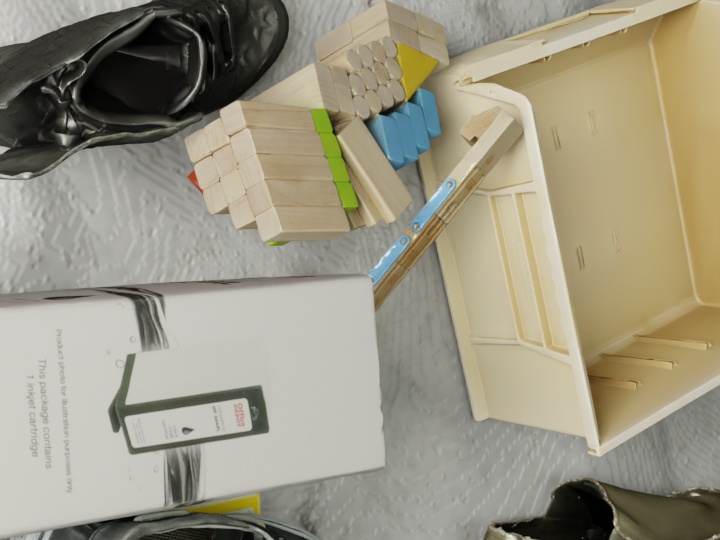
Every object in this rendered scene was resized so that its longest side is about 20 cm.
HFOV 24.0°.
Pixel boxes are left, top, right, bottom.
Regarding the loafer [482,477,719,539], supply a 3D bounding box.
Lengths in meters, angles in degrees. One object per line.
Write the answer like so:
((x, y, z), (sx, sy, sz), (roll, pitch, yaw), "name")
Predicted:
((0.143, 0.149, 0.933), (0.200, 0.075, 0.070), (-12, 105, -38), "loafer")

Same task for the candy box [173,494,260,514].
((-0.090, 0.190, 0.776), (0.102, 0.026, 0.200), (-5, 96, -34), "candy box")

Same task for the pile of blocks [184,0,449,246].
((-0.017, -0.057, 0.770), (0.082, 0.062, 0.200), (58, 36, -9), "pile of blocks")

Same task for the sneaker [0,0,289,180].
((-0.087, -0.083, 0.709), (0.200, 0.104, 0.060), (-23, 107, -36), "sneaker")

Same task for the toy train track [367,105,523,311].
((0.000, 0.000, 0.799), (0.200, 0.033, 0.115), (-50, 160, 3), "toy train track")

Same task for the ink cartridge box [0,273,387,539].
((-0.111, 0.049, 0.672), (0.200, 0.146, 0.084), (-5, 91, -40), "ink cartridge box")

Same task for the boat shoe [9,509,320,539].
((-0.059, 0.139, 0.722), (0.200, 0.071, 0.072), (17, 79, -52), "boat shoe")

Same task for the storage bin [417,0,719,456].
((0.142, -0.036, 0.907), (0.200, 0.094, 0.199), (-23, 108, -36), "storage bin")
